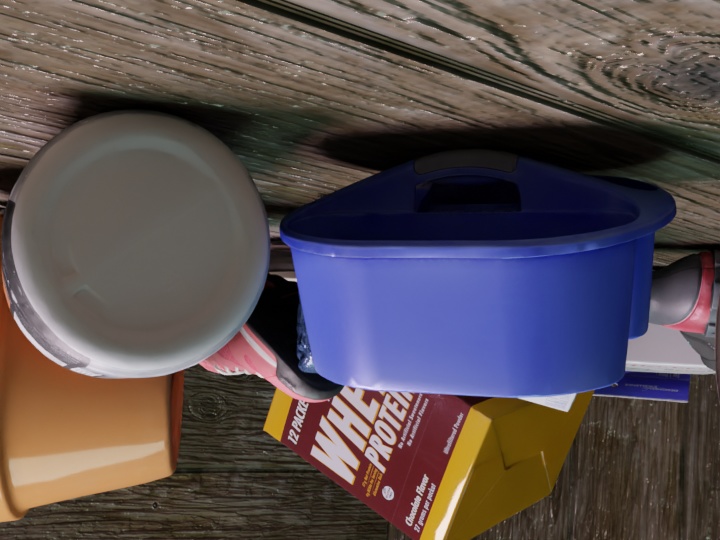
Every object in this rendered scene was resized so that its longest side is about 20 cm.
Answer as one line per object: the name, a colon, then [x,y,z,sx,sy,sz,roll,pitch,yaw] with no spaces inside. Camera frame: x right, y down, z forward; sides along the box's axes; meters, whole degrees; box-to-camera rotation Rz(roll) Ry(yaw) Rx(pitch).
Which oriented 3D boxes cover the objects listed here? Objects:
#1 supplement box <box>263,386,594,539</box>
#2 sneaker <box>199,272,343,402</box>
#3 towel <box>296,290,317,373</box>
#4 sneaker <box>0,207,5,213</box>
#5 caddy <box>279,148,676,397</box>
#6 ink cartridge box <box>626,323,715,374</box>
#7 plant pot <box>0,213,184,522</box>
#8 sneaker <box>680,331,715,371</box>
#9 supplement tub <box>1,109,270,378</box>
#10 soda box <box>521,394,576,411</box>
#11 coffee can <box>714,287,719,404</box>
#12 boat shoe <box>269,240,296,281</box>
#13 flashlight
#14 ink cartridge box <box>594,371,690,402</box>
supplement box: [0.063,0.114,1.096,0.200,0.133,0.197,31,-156,30]
sneaker: [-0.079,0.043,0.883,0.073,0.087,0.200,-13,-141,-39]
towel: [0.054,0.019,0.824,0.199,0.112,0.049,4,173,-17]
sneaker: [-0.219,0.001,0.972,0.077,0.076,0.200,6,176,12]
caddy: [0.057,-0.009,0.629,0.199,0.106,0.141,1,-163,22]
ink cartridge box: [0.273,0.051,1.158,0.144,0.085,0.200,2,174,4]
plant pot: [-0.188,0.064,0.811,0.139,0.201,0.200,2,174,-4]
sneaker: [0.324,0.028,0.961,0.079,0.076,0.200,39,143,-19]
supplement tub: [-0.123,-0.005,0.645,0.122,0.123,0.200,5,175,-15]
soda box: [0.068,0.035,0.909,0.199,0.068,0.064,16,147,5]
coffee can: [0.337,0.045,0.768,0.199,0.147,0.146,3,174,-2]
boat shoe: [0.000,0.000,1.026,0.199,0.057,0.067,0,139,-5]
flashlight: [0.189,0.009,0.935,0.199,0.068,0.068,7,-173,8]
ink cartridge box: [0.256,0.081,1.339,0.197,0.044,0.200,2,-162,15]
